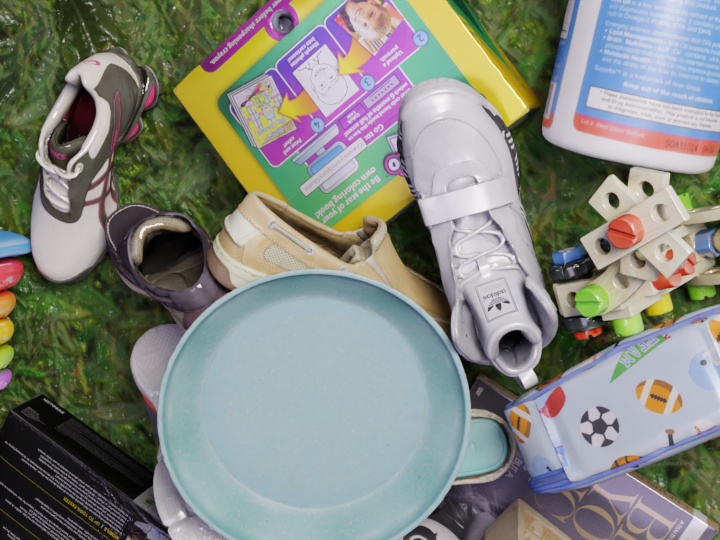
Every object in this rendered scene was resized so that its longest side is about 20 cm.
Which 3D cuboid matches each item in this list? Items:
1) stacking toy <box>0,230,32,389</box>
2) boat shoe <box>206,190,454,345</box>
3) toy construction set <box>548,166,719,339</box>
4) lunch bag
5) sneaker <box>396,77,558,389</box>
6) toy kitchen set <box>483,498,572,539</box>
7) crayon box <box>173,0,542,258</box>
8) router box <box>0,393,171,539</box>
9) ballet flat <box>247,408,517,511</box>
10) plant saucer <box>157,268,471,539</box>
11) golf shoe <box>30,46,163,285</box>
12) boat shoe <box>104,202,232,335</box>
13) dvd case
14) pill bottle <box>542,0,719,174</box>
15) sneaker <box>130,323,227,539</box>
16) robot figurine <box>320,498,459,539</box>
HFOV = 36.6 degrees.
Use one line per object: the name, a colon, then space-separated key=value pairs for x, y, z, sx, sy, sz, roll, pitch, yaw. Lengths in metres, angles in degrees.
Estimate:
stacking toy: x=-0.323 y=0.070 z=0.887 sx=0.116 sy=0.110 sz=0.200 roll=-4 pitch=96 yaw=23
boat shoe: x=0.000 y=0.000 z=0.739 sx=0.200 sy=0.072 sz=0.076 roll=18 pitch=116 yaw=-31
toy construction set: x=0.193 y=-0.009 z=0.666 sx=0.131 sy=0.200 sz=0.092 roll=-11 pitch=83 yaw=43
lunch bag: x=0.202 y=0.077 z=0.686 sx=0.200 sy=0.160 sz=0.076 roll=-26 pitch=74 yaw=28
sneaker: x=0.079 y=-0.020 z=0.696 sx=0.075 sy=0.115 sz=0.200 roll=-18 pitch=122 yaw=7
toy kitchen set: x=0.207 y=0.194 z=0.681 sx=0.180 sy=0.163 sz=0.200 roll=39 pitch=107 yaw=-4
crayon box: x=-0.005 y=-0.122 z=0.772 sx=0.200 sy=0.058 sz=0.173 roll=-37 pitch=90 yaw=21
router box: x=-0.232 y=0.221 z=0.918 sx=0.200 sy=0.051 sz=0.149 roll=34 pitch=111 yaw=11
ballet flat: x=0.011 y=0.135 z=0.773 sx=0.200 sy=0.062 sz=0.067 roll=-2 pitch=80 yaw=2
plant saucer: x=-0.030 y=0.092 z=0.708 sx=0.200 sy=0.036 sz=0.200 roll=-1 pitch=103 yaw=-3
golf shoe: x=-0.225 y=-0.078 z=0.843 sx=0.077 sy=0.088 sz=0.200 roll=25 pitch=108 yaw=12
boat shoe: x=-0.139 y=-0.012 z=0.787 sx=0.072 sy=0.200 sz=0.065 roll=-34 pitch=129 yaw=-12
dvd case: x=0.136 y=0.190 z=0.804 sx=0.200 sy=0.016 sz=0.149 roll=32 pitch=108 yaw=11
pill bottle: x=0.186 y=-0.168 z=0.669 sx=0.112 sy=0.112 sz=0.200 roll=15 pitch=105 yaw=16
sneaker: x=-0.119 y=0.136 z=0.822 sx=0.077 sy=0.082 sz=0.200 roll=-14 pitch=56 yaw=-8
robot figurine: x=-0.013 y=0.219 z=0.786 sx=0.200 sy=0.125 sz=0.150 roll=12 pitch=100 yaw=41
